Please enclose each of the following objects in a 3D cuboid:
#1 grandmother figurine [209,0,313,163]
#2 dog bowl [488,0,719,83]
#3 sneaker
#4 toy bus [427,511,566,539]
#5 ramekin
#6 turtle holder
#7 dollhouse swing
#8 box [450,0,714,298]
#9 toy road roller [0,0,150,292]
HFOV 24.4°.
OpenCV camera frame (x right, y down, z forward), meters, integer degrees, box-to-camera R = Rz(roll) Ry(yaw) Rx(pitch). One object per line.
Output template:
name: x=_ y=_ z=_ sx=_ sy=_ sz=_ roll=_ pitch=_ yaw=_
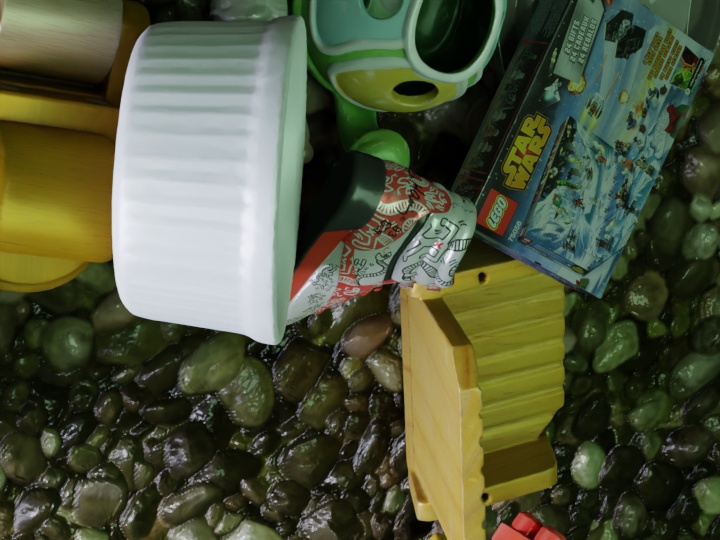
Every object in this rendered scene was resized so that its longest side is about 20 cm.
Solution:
grandmother figurine: x=-0.091 y=-0.103 z=1.125 sx=0.121 sy=0.061 sz=0.200 roll=8 pitch=102 yaw=-21
dog bowl: x=0.174 y=-0.197 z=1.225 sx=0.200 sy=0.059 sz=0.200 roll=-10 pitch=113 yaw=-24
sneaker: x=0.000 y=0.001 z=1.138 sx=0.108 sy=0.067 sz=0.201 roll=19 pitch=141 yaw=-19
toy bus: x=0.077 y=0.269 z=1.274 sx=0.136 sy=0.200 sz=0.192 roll=38 pitch=79 yaw=-38
ramekin: x=-0.089 y=-0.058 z=1.011 sx=0.098 sy=0.200 sz=0.201 roll=4 pitch=109 yaw=1
turtle holder: x=0.021 y=-0.163 z=1.115 sx=0.186 sy=0.132 sz=0.141 roll=-51 pitch=123 yaw=-3
dollhouse swing: x=0.114 y=0.093 z=1.234 sx=0.182 sy=0.176 sz=0.200 roll=-12 pitch=112 yaw=-23
box: x=0.155 y=-0.098 z=1.182 sx=0.137 sy=0.040 sz=0.200 roll=27 pitch=87 yaw=-32
toy road roller: x=-0.196 y=-0.084 z=1.023 sx=0.123 sy=0.146 sz=0.200 roll=7 pitch=105 yaw=-29
